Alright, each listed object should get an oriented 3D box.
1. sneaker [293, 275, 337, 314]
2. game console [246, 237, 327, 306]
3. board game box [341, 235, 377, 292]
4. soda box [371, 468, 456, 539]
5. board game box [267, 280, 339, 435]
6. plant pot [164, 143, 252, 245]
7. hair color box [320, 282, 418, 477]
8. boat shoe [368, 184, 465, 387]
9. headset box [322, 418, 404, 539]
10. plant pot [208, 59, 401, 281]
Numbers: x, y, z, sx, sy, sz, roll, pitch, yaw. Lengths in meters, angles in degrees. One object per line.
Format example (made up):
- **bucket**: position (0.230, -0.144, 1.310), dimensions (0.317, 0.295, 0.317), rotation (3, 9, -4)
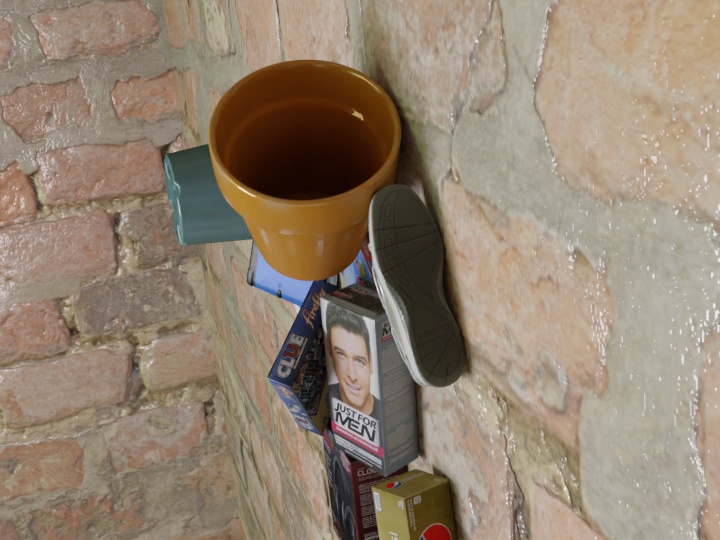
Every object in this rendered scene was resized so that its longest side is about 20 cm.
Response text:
- **sneaker**: position (-0.068, 0.048, 1.381), dimensions (0.071, 0.072, 0.203), rotation (-162, 66, -80)
- **game console**: position (-0.088, -0.076, 1.295), dimensions (0.169, 0.118, 0.203), rotation (21, 118, 21)
- **board game box**: position (0.000, 0.000, 1.203), dimensions (0.104, 0.019, 0.202), rotation (98, 156, -51)
- **soda box**: position (0.069, 0.333, 1.061), dimensions (0.064, 0.067, 0.203), rotation (3, 103, 55)
- **board game box**: position (-0.053, 0.114, 1.196), dimensions (0.201, 0.034, 0.137), rotation (73, -141, -63)
- **plant pot**: position (-0.213, -0.130, 1.554), dimensions (0.200, 0.193, 0.203), rotation (169, 90, -73)
- **hair color box**: position (0.011, 0.127, 1.114), dimensions (0.098, 0.060, 0.203), rotation (19, 121, 46)
- **boat shoe**: position (0.049, 0.017, 0.947), dimensions (0.065, 0.074, 0.205), rotation (-23, 85, 70)
- **headset box**: position (0.006, 0.285, 1.262), dimensions (0.149, 0.076, 0.203), rotation (-138, 39, -66)
- **plant pot**: position (-0.057, -0.092, 1.037), dimensions (0.184, 0.197, 0.202), rotation (90, 162, -55)
